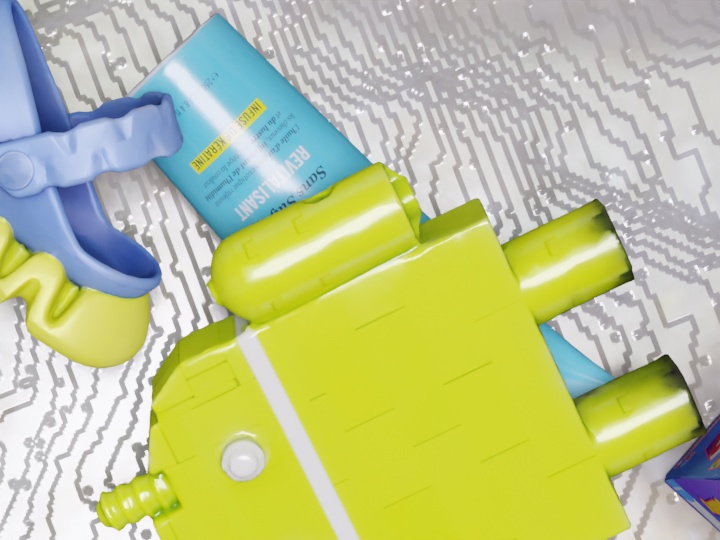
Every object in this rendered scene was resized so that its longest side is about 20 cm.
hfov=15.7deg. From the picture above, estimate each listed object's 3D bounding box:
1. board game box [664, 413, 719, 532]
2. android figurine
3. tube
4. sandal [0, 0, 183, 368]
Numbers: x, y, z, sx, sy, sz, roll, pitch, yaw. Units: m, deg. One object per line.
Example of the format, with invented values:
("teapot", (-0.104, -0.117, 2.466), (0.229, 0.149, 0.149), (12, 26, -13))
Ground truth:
("board game box", (0.194, 0.011, 0.875), (0.045, 0.134, 0.200), (42, 85, 0))
("android figurine", (0.010, 0.058, 0.885), (0.199, 0.041, 0.183), (-24, 106, 1))
("tube", (0.000, 0.000, 0.911), (0.077, 0.050, 0.200), (-43, 95, 10))
("sandal", (-0.137, -0.057, 0.861), (0.200, 0.080, 0.087), (34, 104, -9))
